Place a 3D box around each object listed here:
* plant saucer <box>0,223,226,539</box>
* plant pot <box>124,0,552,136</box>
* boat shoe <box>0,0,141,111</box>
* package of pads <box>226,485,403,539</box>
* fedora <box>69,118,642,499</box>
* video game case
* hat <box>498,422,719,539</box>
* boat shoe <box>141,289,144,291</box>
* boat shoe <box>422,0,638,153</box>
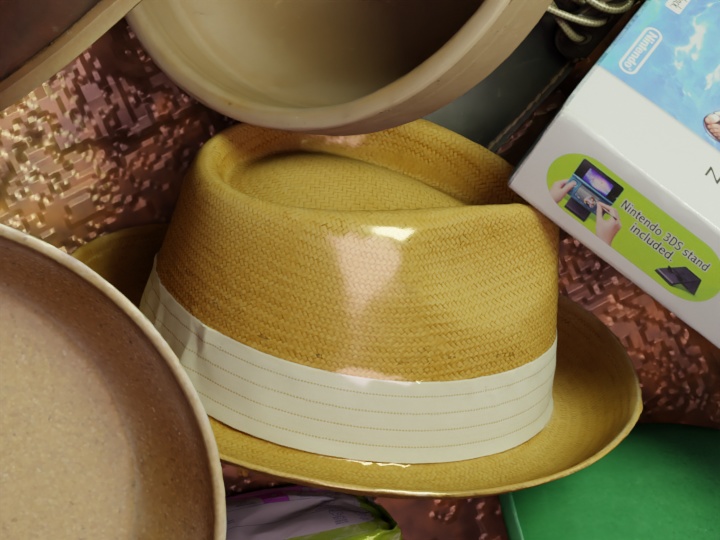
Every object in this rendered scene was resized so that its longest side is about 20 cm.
[{"bbox_3d":[-0.141,0.072,0.845,0.199,0.035,0.201,-2,108,-6],"label":"plant saucer"},{"bbox_3d":[0.012,-0.142,0.921,0.093,0.200,0.202,4,104,-52],"label":"plant pot"},{"bbox_3d":[-0.077,-0.121,0.872,0.070,0.070,0.200,44,126,-15],"label":"boat shoe"},{"bbox_3d":[-0.075,0.165,1.003,0.199,0.068,0.155,-11,105,-12],"label":"package of pads"},{"bbox_3d":[0.000,0.000,0.918,0.200,0.201,0.082,4,117,-15],"label":"fedora"},{"bbox_3d":[0.171,-0.040,0.940,0.181,0.045,0.200,38,48,2],"label":"video game case"},{"bbox_3d":[0.148,0.090,0.978,0.175,0.200,0.166,-17,128,6],"label":"hat"},{"bbox_3d":[-0.137,0.058,0.944,0.200,0.070,0.066,-30,143,-13],"label":"boat shoe"},{"bbox_3d":[0.067,-0.117,0.974,0.074,0.073,0.200,29,94,-18],"label":"boat shoe"}]
